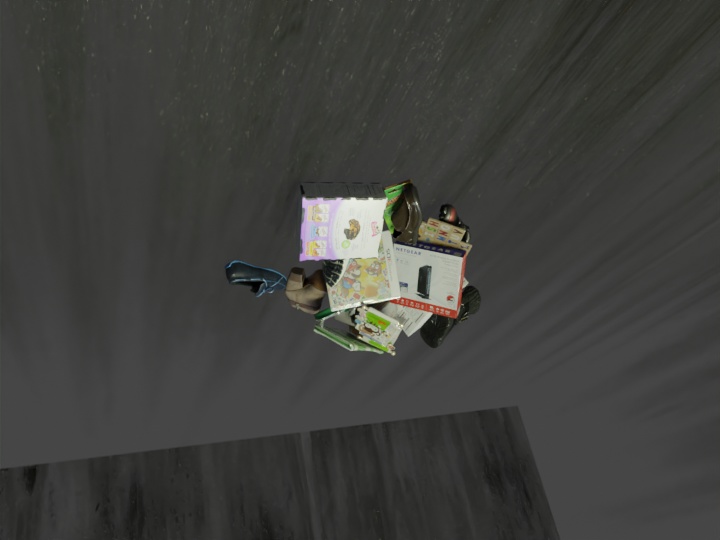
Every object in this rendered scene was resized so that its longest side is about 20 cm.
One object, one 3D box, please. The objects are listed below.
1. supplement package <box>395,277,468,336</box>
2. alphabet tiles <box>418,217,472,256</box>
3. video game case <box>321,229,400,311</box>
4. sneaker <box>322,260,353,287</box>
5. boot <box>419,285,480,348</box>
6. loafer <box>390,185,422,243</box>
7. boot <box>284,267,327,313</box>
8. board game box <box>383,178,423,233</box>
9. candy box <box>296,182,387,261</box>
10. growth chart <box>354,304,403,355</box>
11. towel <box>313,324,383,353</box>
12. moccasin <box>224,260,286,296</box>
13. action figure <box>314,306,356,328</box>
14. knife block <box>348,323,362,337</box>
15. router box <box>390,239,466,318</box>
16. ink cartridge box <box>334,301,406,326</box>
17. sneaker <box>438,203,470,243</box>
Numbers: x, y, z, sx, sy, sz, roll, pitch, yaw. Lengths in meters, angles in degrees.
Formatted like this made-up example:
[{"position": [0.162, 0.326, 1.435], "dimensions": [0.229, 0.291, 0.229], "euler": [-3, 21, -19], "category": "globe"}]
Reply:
[{"position": [0.204, 0.079, 1.734], "dimensions": [0.198, 0.112, 0.157], "euler": [-31, 164, -32], "category": "supplement package"}, {"position": [0.212, -0.080, 1.502], "dimensions": [0.163, 0.008, 0.201], "euler": [20, 160, 5], "category": "alphabet tiles"}, {"position": [0.000, 0.000, 1.520], "dimensions": [0.194, 0.187, 0.023], "euler": [-10, -176, -5], "category": "video game case"}, {"position": [-0.031, -0.044, 1.458], "dimensions": [0.085, 0.078, 0.203], "euler": [1, 122, -44], "category": "sneaker"}, {"position": [0.280, 0.146, 1.744], "dimensions": [0.156, 0.080, 0.212], "euler": [-32, 164, -31], "category": "boot"}, {"position": [0.109, -0.125, 1.376], "dimensions": [0.069, 0.075, 0.202], "euler": [-7, 147, -3], "category": "loafer"}, {"position": [-0.129, 0.068, 1.628], "dimensions": [0.196, 0.071, 0.148], "euler": [19, 137, 16], "category": "boot"}, {"position": [0.099, -0.161, 1.416], "dimensions": [0.093, 0.031, 0.200], "euler": [-18, 155, 7], "category": "board game box"}, {"position": [-0.047, -0.113, 1.313], "dimensions": [0.194, 0.072, 0.171], "euler": [-2, 127, -14], "category": "candy box"}, {"position": [0.047, 0.165, 1.578], "dimensions": [0.141, 0.018, 0.202], "euler": [21, 147, 6], "category": "growth chart"}, {"position": [-0.034, 0.205, 1.649], "dimensions": [0.150, 0.024, 0.199], "euler": [23, 179, 28], "category": "towel"}, {"position": [-0.288, 0.034, 1.553], "dimensions": [0.197, 0.070, 0.080], "euler": [15, 145, -40], "category": "moccasin"}, {"position": [-0.032, 0.092, 1.581], "dimensions": [0.197, 0.056, 0.118], "euler": [-30, -173, 0], "category": "action figure"}, {"position": [0.052, 0.145, 1.778], "dimensions": [0.174, 0.198, 0.065], "euler": [-29, 126, -36], "category": "knife block"}, {"position": [0.182, 0.020, 1.549], "dimensions": [0.195, 0.049, 0.184], "euler": [12, 117, 21], "category": "router box"}, {"position": [0.030, 0.119, 1.688], "dimensions": [0.115, 0.196, 0.068], "euler": [-38, 134, -46], "category": "ink cartridge box"}, {"position": [0.249, -0.110, 1.505], "dimensions": [0.095, 0.072, 0.201], "euler": [13, 157, 12], "category": "sneaker"}]
